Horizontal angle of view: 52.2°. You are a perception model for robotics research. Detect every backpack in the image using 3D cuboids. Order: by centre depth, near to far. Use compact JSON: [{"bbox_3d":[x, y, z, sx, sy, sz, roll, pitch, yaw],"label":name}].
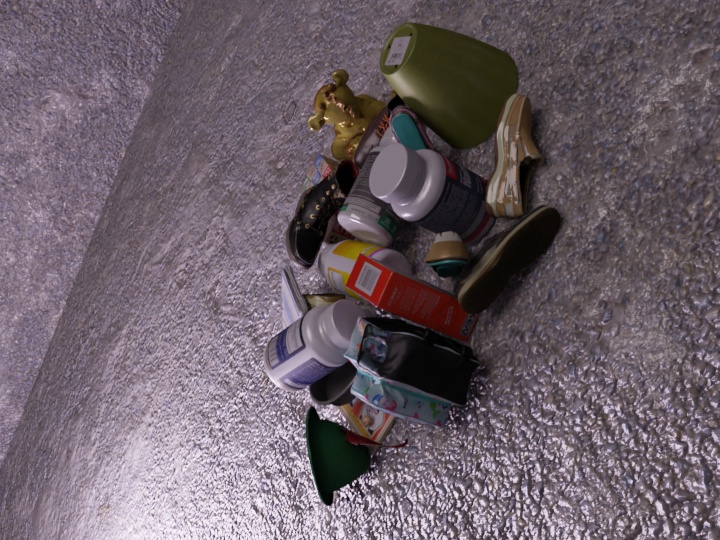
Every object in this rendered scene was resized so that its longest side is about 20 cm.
[{"bbox_3d":[0.067,0.149,1.151,0.200,0.176,0.152,26,94,63],"label":"backpack"}]

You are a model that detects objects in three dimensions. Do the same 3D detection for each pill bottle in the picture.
[{"bbox_3d":[0.117,-0.127,1.192,0.119,0.198,0.121,-27,54,43],"label":"pill bottle"},{"bbox_3d":[-0.077,0.130,1.302,0.199,0.110,0.112,-35,48,40],"label":"pill bottle"},{"bbox_3d":[0.047,-0.156,1.355,0.112,0.113,0.202,9,69,54],"label":"pill bottle"},{"bbox_3d":[0.000,0.000,1.372,0.199,0.103,0.106,18,88,55],"label":"pill bottle"}]

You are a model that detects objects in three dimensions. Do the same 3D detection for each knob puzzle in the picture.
[{"bbox_3d":[0.022,0.193,1.313,0.219,0.030,0.223,-29,52,44],"label":"knob puzzle"}]

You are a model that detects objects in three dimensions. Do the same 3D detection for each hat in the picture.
[{"bbox_3d":[0.008,0.307,1.266,0.173,0.168,0.201,-14,26,5],"label":"hat"}]

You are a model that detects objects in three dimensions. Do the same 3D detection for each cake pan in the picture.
[{"bbox_3d":[-0.022,0.159,1.342,0.200,0.036,0.202,-44,27,29],"label":"cake pan"}]

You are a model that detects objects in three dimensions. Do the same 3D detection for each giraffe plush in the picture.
[{"bbox_3d":[-0.032,-0.323,1.518,0.199,0.161,0.175,-5,70,53],"label":"giraffe plush"}]

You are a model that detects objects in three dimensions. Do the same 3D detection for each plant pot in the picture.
[{"bbox_3d":[0.136,-0.336,1.267,0.186,0.198,0.190,-27,54,43],"label":"plant pot"}]

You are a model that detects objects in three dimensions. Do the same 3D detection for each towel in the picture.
[{"bbox_3d":[-0.133,0.110,1.490,0.148,0.023,0.202,-117,24,-47],"label":"towel"}]

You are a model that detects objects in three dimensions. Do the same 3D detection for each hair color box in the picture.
[{"bbox_3d":[0.084,0.044,1.153,0.101,0.198,0.062,30,97,55],"label":"hair color box"}]

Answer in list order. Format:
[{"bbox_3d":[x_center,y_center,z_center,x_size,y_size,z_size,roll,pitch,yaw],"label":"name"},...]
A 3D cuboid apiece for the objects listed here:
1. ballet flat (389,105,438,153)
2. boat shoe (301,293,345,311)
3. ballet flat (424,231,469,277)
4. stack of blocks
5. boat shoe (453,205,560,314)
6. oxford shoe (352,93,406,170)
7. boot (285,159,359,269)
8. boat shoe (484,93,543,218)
[{"bbox_3d":[0.111,-0.201,1.297,0.068,0.202,0.071,-19,21,26],"label":"ballet flat"},{"bbox_3d":[-0.073,0.077,1.438,0.200,0.072,0.064,177,91,-71],"label":"boat shoe"},{"bbox_3d":[0.133,-0.030,1.152,0.200,0.067,0.064,60,-152,-82],"label":"ballet flat"},{"bbox_3d":[-0.060,-0.148,1.562,0.116,0.058,0.201,-57,37,19],"label":"stack of blocks"},{"bbox_3d":[0.213,-0.026,1.108,0.201,0.071,0.066,-49,36,9],"label":"boat shoe"},{"bbox_3d":[0.048,-0.282,1.425,0.071,0.072,0.201,39,95,13],"label":"oxford shoe"},{"bbox_3d":[-0.070,-0.112,1.425,0.150,0.073,0.202,-36,31,42],"label":"boot"},{"bbox_3d":[0.254,-0.180,1.160,0.075,0.071,0.203,6,86,39],"label":"boat shoe"}]
